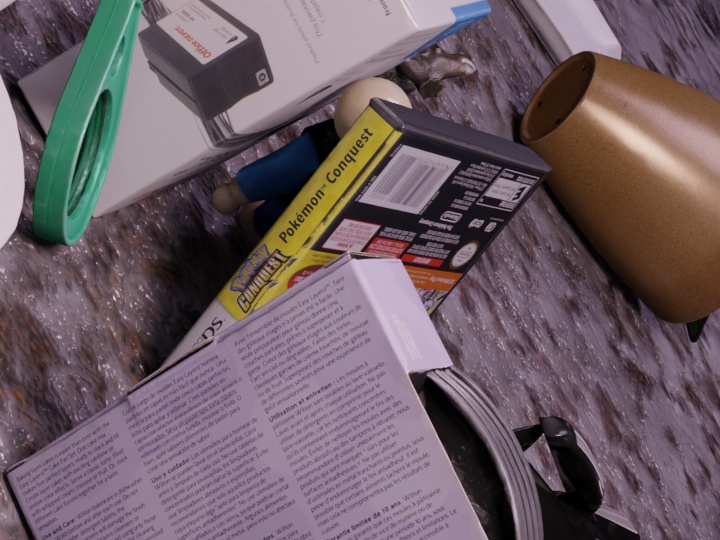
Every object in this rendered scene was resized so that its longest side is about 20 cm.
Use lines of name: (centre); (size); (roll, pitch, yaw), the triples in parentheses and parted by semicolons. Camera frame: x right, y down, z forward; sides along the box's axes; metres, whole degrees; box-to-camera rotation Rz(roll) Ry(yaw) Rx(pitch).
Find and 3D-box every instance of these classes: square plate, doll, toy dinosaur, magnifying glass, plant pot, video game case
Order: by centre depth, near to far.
magnifying glass: (-0.116, -0.109, 1.019); (0.080, 0.022, 0.201); (9, 96, -85)
video game case: (0.000, 0.000, 1.107); (0.026, 0.181, 0.200); (44, 15, 21)
doll: (-0.014, -0.049, 1.146); (0.200, 0.136, 0.049); (133, -54, -68)
toy dinosaur: (0.000, -0.161, 1.496); (0.200, 0.077, 0.102); (36, 19, -38)
plant pot: (0.235, -0.088, 1.801); (0.200, 0.186, 0.187); (36, 28, -20)
square plate: (0.185, -0.258, 2.082); (0.200, 0.028, 0.198); (54, 21, -15)

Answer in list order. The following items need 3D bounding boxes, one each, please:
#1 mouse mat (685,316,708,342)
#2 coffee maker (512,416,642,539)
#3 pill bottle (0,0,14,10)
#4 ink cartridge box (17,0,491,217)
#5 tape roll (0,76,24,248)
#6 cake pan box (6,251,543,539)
mouse mat: (0.323, -0.054, 1.947); (0.008, 0.200, 0.161); (14, 36, -11)
coffee maker: (0.074, 0.182, 1.142); (0.200, 0.134, 0.193); (37, 53, -43)
pill bottle: (-0.208, -0.215, 1.005); (0.200, 0.111, 0.111); (55, 21, -12)
ink cartridge box: (-0.051, -0.116, 1.108); (0.084, 0.200, 0.145); (62, 20, -2)
tape roll: (-0.222, -0.075, 0.843); (0.202, 0.071, 0.203); (47, 25, -30)
cake pan box: (-0.026, 0.115, 0.864); (0.185, 0.200, 0.052); (62, 23, 11)
